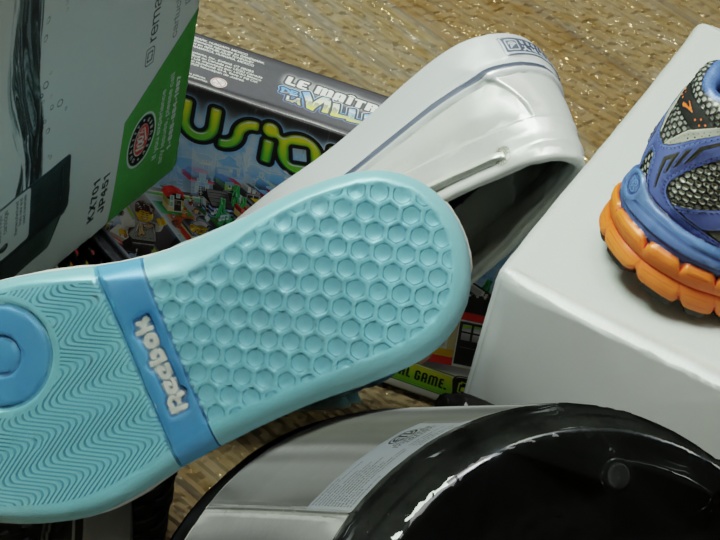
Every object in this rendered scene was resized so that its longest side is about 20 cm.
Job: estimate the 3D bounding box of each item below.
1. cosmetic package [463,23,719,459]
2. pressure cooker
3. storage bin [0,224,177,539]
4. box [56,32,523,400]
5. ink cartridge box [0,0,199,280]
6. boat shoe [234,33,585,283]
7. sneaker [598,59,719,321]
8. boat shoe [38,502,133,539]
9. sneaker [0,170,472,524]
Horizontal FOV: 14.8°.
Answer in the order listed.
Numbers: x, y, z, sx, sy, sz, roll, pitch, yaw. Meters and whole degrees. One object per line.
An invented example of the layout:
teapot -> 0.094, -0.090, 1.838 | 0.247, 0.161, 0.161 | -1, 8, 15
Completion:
cosmetic package -> 0.139, 0.049, 0.987 | 0.166, 0.168, 0.200 | 25, 39, 14
pressure cooker -> 0.026, 0.124, 0.826 | 0.175, 0.180, 0.200 | 7, -6, -25
storage bin -> -0.163, 0.026, 0.988 | 0.135, 0.094, 0.200 | -16, 46, -33
box -> -0.026, -0.023, 1.079 | 0.199, 0.111, 0.035 | 18, 37, 8
ink cartridge box -> -0.137, -0.061, 0.911 | 0.083, 0.147, 0.200 | 26, 40, 17
boat shoe -> 0.000, 0.000, 1.000 | 0.073, 0.200, 0.066 | 18, 37, -41
sneaker -> 0.179, -0.028, 0.895 | 0.199, 0.079, 0.076 | -2, 41, -21
boat shoe -> -0.110, 0.144, 0.861 | 0.068, 0.074, 0.200 | 7, 56, -3
sneaker -> -0.057, 0.028, 0.895 | 0.199, 0.080, 0.131 | -16, -2, 4
